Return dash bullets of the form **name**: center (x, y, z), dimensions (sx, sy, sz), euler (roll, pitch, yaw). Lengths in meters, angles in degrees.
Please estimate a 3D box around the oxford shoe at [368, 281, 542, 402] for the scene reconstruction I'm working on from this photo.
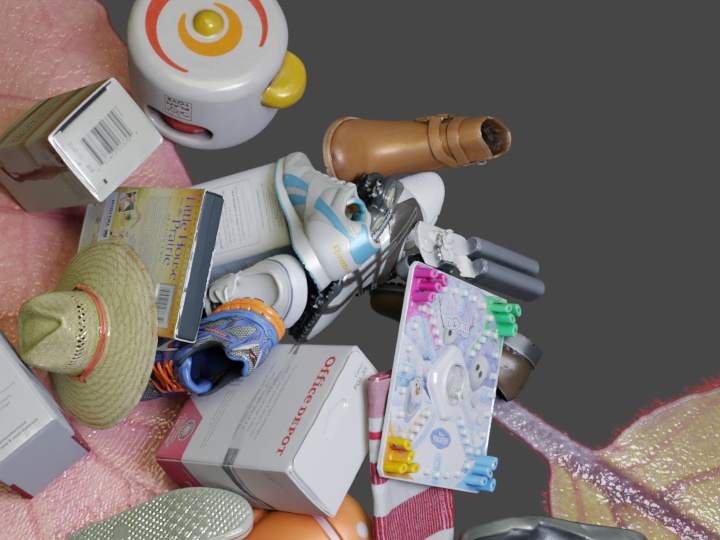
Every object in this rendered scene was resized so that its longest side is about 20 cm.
- **oxford shoe**: center (0.089, 0.076, 1.438), dimensions (0.198, 0.073, 0.085), euler (27, 76, 12)

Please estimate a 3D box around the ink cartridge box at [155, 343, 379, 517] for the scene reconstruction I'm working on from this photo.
- **ink cartridge box**: center (-0.084, 0.152, 1.303), dimensions (0.083, 0.198, 0.148), euler (51, 55, -33)

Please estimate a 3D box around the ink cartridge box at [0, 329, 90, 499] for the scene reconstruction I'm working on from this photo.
- **ink cartridge box**: center (-0.367, 0.111, 1.314), dimensions (0.083, 0.147, 0.200), euler (-38, 73, -10)

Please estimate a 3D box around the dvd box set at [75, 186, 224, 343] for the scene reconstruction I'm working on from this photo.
- **dvd box set**: center (-0.220, -0.010, 1.342), dimensions (0.029, 0.198, 0.149), euler (17, 81, -44)

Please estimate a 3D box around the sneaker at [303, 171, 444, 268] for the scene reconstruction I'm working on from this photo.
- **sneaker**: center (0.015, -0.057, 1.481), dimensions (0.199, 0.088, 0.075), euler (-32, 64, -22)

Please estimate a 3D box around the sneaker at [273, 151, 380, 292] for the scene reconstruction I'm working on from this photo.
- **sneaker**: center (-0.035, -0.059, 1.363), dimensions (0.080, 0.077, 0.201), euler (-27, 39, 4)

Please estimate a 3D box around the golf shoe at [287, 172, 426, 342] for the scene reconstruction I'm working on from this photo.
- **golf shoe**: center (0.000, 0.000, 1.415), dimensions (0.094, 0.078, 0.201), euler (29, 99, -32)

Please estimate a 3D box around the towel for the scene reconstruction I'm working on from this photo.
- **towel**: center (0.051, 0.190, 1.302), dimensions (0.022, 0.143, 0.203), euler (2, 98, 31)

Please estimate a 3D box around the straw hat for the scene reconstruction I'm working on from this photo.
- **straw hat**: center (-0.290, 0.061, 1.312), dimensions (0.084, 0.200, 0.204), euler (8, 56, -44)

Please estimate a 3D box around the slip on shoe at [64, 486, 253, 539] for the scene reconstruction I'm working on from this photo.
- **slip on shoe**: center (-0.191, 0.261, 1.284), dimensions (0.197, 0.062, 0.075), euler (-19, 41, 11)

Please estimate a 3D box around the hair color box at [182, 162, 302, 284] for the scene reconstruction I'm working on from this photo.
- **hair color box**: center (-0.168, -0.033, 1.429), dimensions (0.197, 0.061, 0.100), euler (-15, 65, 6)

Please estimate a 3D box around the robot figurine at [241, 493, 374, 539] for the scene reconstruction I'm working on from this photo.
- **robot figurine**: center (-0.064, 0.285, 1.290), dimensions (0.199, 0.143, 0.118), euler (-34, 111, -20)

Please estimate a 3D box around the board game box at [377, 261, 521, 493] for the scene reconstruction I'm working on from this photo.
- **board game box**: center (0.093, 0.111, 1.314), dimensions (0.026, 0.199, 0.203), euler (4, 80, 34)

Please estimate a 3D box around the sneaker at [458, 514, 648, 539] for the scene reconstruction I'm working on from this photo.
- **sneaker**: center (0.193, 0.309, 1.333), dimensions (0.196, 0.077, 0.116), euler (10, 57, -8)

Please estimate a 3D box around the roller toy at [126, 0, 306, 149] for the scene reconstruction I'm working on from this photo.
- **roller toy**: center (-0.172, -0.243, 1.517), dimensions (0.180, 0.140, 0.202), euler (-21, 69, -16)

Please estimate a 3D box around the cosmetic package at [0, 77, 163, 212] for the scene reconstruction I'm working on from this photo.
- **cosmetic package**: center (-0.305, -0.128, 1.405), dimensions (0.104, 0.199, 0.088), euler (-50, 115, -26)

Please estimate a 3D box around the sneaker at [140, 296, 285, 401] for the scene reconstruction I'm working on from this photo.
- **sneaker**: center (-0.169, 0.088, 1.313), dimensions (0.076, 0.198, 0.079), euler (52, 33, -22)

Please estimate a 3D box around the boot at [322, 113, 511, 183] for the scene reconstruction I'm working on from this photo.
- **boot**: center (0.062, -0.132, 1.454), dimensions (0.153, 0.199, 0.078), euler (-1, 91, 32)

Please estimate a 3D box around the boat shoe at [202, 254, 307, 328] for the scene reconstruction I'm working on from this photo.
- **boat shoe**: center (-0.125, 0.039, 1.355), dimensions (0.065, 0.199, 0.075), euler (-11, 77, -37)

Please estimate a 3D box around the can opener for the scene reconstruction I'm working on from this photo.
- **can opener**: center (0.120, -0.006, 1.450), dimensions (0.198, 0.066, 0.053), euler (14, 54, -40)
